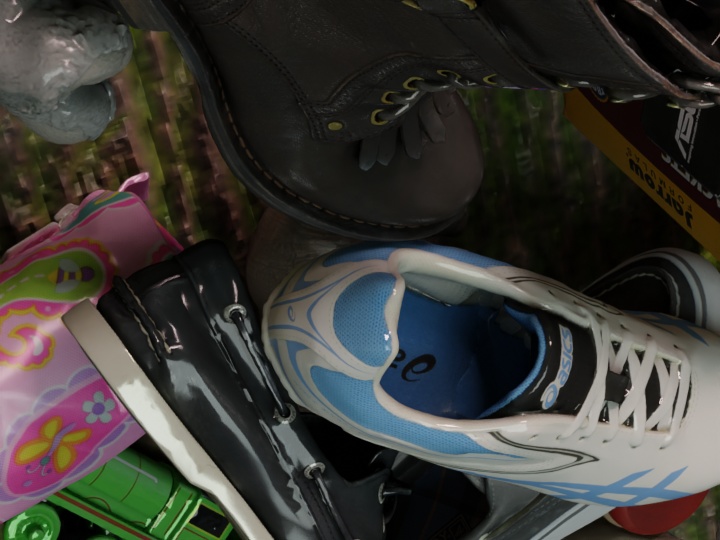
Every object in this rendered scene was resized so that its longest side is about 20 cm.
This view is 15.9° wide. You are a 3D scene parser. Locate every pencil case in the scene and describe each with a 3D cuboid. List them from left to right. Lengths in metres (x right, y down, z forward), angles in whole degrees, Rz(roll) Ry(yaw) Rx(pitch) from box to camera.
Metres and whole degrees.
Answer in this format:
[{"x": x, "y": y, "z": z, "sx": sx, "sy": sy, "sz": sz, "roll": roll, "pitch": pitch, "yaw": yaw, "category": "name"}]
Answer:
[{"x": -0.138, "y": 0.048, "z": 0.879, "sx": 0.200, "sy": 0.087, "sz": 0.087, "roll": -32, "pitch": 131, "yaw": -12, "category": "pencil case"}]

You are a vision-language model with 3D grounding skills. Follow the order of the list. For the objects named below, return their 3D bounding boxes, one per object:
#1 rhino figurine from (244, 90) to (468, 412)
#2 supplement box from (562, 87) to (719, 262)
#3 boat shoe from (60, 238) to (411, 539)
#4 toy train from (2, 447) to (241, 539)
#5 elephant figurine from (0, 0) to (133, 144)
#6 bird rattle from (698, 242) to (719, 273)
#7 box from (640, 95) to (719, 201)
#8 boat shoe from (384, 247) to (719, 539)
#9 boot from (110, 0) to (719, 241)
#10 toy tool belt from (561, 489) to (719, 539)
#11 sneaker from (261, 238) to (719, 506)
[{"x": 0.000, "y": 0.000, "z": 0.916, "sx": 0.087, "sy": 0.060, "sz": 0.200, "roll": -11, "pitch": 138, "yaw": -15, "category": "rhino figurine"}, {"x": 0.167, "y": -0.131, "z": 0.793, "sx": 0.197, "sy": 0.133, "sz": 0.200, "roll": -27, "pitch": 135, "yaw": -15, "category": "supplement box"}, {"x": -0.018, "y": 0.066, "z": 0.858, "sx": 0.066, "sy": 0.075, "sz": 0.199, "roll": -40, "pitch": 117, "yaw": -4, "category": "boat shoe"}, {"x": -0.082, "y": 0.099, "z": 0.982, "sx": 0.200, "sy": 0.042, "sz": 0.056, "roll": 33, "pitch": 94, "yaw": -34, "category": "toy train"}, {"x": -0.064, "y": -0.149, "z": 0.764, "sx": 0.200, "sy": 0.142, "sz": 0.155, "roll": -44, "pitch": 167, "yaw": 5, "category": "elephant figurine"}, {"x": 0.187, "y": 0.031, "z": 0.969, "sx": 0.200, "sy": 0.163, "sz": 0.113, "roll": 21, "pitch": 121, "yaw": -27, "category": "bird rattle"}, {"x": 0.180, "y": -0.123, "z": 0.679, "sx": 0.193, "sy": 0.048, "sz": 0.200, "roll": -13, "pitch": 129, "yaw": -29, "category": "box"}, {"x": 0.051, "y": 0.067, "z": 0.922, "sx": 0.200, "sy": 0.069, "sz": 0.057, "roll": -47, "pitch": 145, "yaw": 20, "category": "boat shoe"}, {"x": 0.028, "y": -0.059, "z": 0.681, "sx": 0.200, "sy": 0.174, "sz": 0.069, "roll": 43, "pitch": 65, "yaw": -45, "category": "boot"}, {"x": 0.075, "y": 0.119, "z": 1.017, "sx": 0.125, "sy": 0.123, "sz": 0.200, "roll": -12, "pitch": 123, "yaw": -28, "category": "toy tool belt"}, {"x": 0.063, "y": 0.037, "z": 0.827, "sx": 0.200, "sy": 0.072, "sz": 0.072, "roll": 13, "pitch": 86, "yaw": -33, "category": "sneaker"}]
